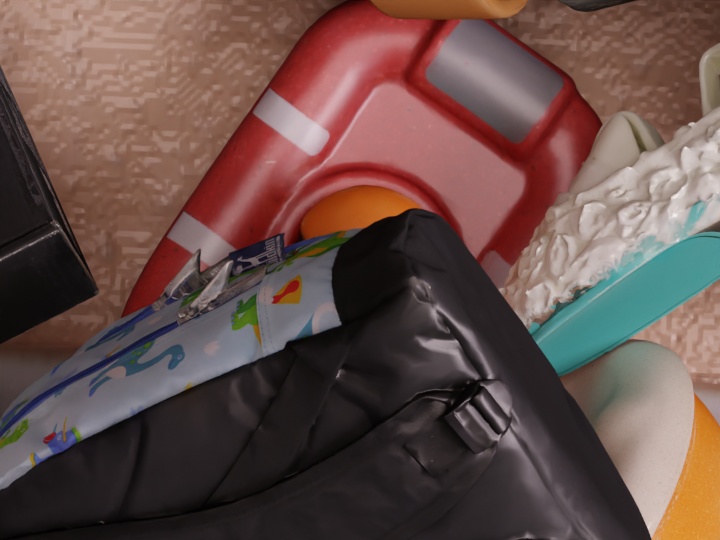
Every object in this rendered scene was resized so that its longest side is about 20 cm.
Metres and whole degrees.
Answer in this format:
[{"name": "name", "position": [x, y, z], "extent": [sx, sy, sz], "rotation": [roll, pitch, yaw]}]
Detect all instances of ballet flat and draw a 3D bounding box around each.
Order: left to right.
[{"name": "ballet flat", "position": [0.118, -0.036, 0.977], "extent": [0.200, 0.072, 0.072], "rotation": [-33, 89, 21]}]

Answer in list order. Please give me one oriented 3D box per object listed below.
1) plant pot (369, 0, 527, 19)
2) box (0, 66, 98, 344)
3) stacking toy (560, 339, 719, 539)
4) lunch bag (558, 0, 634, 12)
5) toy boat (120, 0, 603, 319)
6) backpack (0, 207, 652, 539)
[{"name": "plant pot", "position": [-0.024, -0.181, 0.996], "extent": [0.139, 0.200, 0.201], "rotation": [-3, 89, 16]}, {"name": "box", "position": [-0.209, -0.029, 1.005], "extent": [0.193, 0.048, 0.200], "rotation": [-28, 53, 2]}, {"name": "stacking toy", "position": [0.126, 0.132, 1.031], "extent": [0.200, 0.146, 0.146], "rotation": [36, 89, -17]}, {"name": "lunch bag", "position": [0.131, -0.159, 0.969], "extent": [0.167, 0.200, 0.140], "rotation": [-3, 87, 15]}, {"name": "toy boat", "position": [0.000, 0.000, 1.013], "extent": [0.130, 0.131, 0.200], "rotation": [34, 89, 1]}, {"name": "backpack", "position": [-0.030, 0.073, 0.922], "extent": [0.200, 0.154, 0.163], "rotation": [-31, 117, 12]}]
